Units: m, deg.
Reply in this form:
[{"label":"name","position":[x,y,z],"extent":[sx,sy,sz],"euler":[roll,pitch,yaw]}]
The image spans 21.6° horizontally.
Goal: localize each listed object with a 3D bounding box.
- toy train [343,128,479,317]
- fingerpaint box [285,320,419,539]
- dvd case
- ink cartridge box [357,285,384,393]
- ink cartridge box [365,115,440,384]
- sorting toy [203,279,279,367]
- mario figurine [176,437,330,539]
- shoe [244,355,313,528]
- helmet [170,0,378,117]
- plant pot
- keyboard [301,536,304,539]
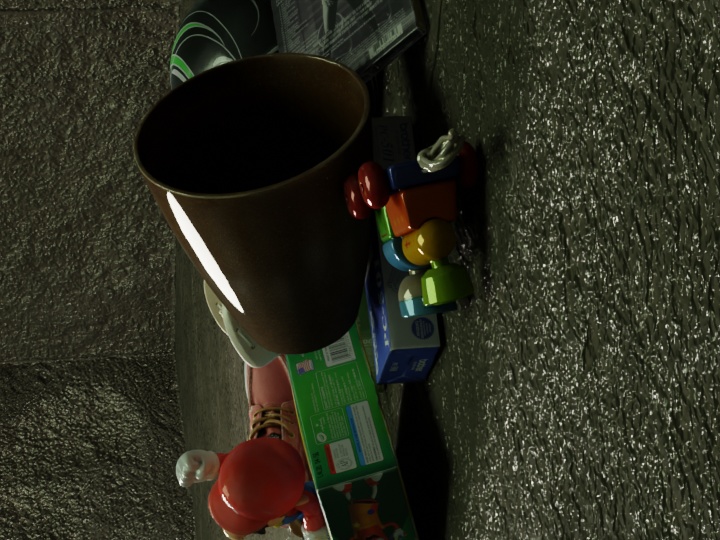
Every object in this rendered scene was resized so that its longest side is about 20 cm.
[{"label":"toy train","position":[0.051,-0.028,1.329],"extent":[0.200,0.084,0.117],"euler":[157,99,-80]},{"label":"fingerpaint box","position":[-0.004,0.171,1.597],"extent":[0.201,0.073,0.168],"euler":[-107,1,-53]},{"label":"dvd case","position":[-0.016,-0.230,1.579],"extent":[0.148,0.016,0.201],"euler":[-37,47,31]},{"label":"ink cartridge box","position":[0.000,0.000,1.721],"extent":[0.201,0.048,0.146],"euler":[96,168,-52]},{"label":"ink cartridge box","position":[0.028,-0.016,1.554],"extent":[0.094,0.044,0.201],"euler":[108,157,-69]},{"label":"sorting toy","position":[-0.113,-0.023,1.715],"extent":[0.181,0.107,0.200],"euler":[57,175,-10]},{"label":"mario figurine","position":[-0.091,0.206,1.645],"extent":[0.200,0.122,0.107],"euler":[49,-144,-76]},{"label":"shoe","position":[-0.078,0.156,1.843],"extent":[0.091,0.071,0.201],"euler":[27,-133,-72]},{"label":"helmet","position":[-0.085,-0.180,1.746],"extent":[0.191,0.199,0.201],"euler":[-133,39,-52]},{"label":"plant pot","position":[-0.065,-0.037,1.502],"extent":[0.187,0.186,0.201],"euler":[-106,2,-53]},{"label":"keyboard","position":[-0.027,0.245,1.787],"extent":[0.056,0.011,0.200],"euler":[48,-158,-11]}]
